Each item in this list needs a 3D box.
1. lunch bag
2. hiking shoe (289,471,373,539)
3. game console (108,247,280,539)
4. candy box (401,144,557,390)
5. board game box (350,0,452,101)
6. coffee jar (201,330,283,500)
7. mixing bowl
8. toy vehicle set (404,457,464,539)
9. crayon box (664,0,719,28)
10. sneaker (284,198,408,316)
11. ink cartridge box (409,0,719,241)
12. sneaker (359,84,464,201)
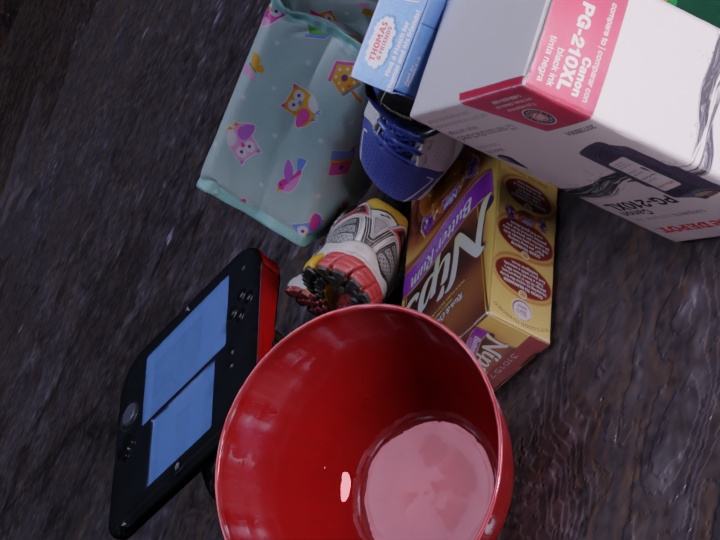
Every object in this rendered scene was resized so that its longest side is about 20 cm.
[{"bbox_3d":[-0.020,-0.129,1.790,0.171,0.122,0.200,-66,-14,21],"label":"lunch bag"},{"bbox_3d":[-0.025,0.147,1.607,0.101,0.075,0.200,-56,11,42],"label":"hiking shoe"},{"bbox_3d":[-0.130,0.092,1.796,0.200,0.031,0.177,-44,27,36],"label":"game console"},{"bbox_3d":[0.081,-0.006,1.611,0.117,0.056,0.201,-44,29,41],"label":"candy box"},{"bbox_3d":[0.078,-0.169,1.452,0.036,0.200,0.152,23,95,27],"label":"board game box"},{"bbox_3d":[-0.089,0.109,1.840,0.105,0.085,0.200,-59,21,10],"label":"coffee jar"},{"bbox_3d":[0.020,0.132,1.469,0.199,0.108,0.201,-9,70,27],"label":"mixing bowl"},{"bbox_3d":[0.018,0.148,1.621,0.125,0.026,0.200,-59,21,14],"label":"toy vehicle set"},{"bbox_3d":[0.188,-0.218,1.548,0.173,0.058,0.200,-51,35,29],"label":"crayon box"},{"bbox_3d":[0.000,0.000,1.749,0.082,0.078,0.200,-56,3,-14],"label":"sneaker"},{"bbox_3d":[0.153,-0.094,1.339,0.145,0.199,0.085,-8,61,65],"label":"ink cartridge box"},{"bbox_3d":[0.036,-0.119,1.574,0.115,0.080,0.200,-43,-12,-45],"label":"sneaker"}]
